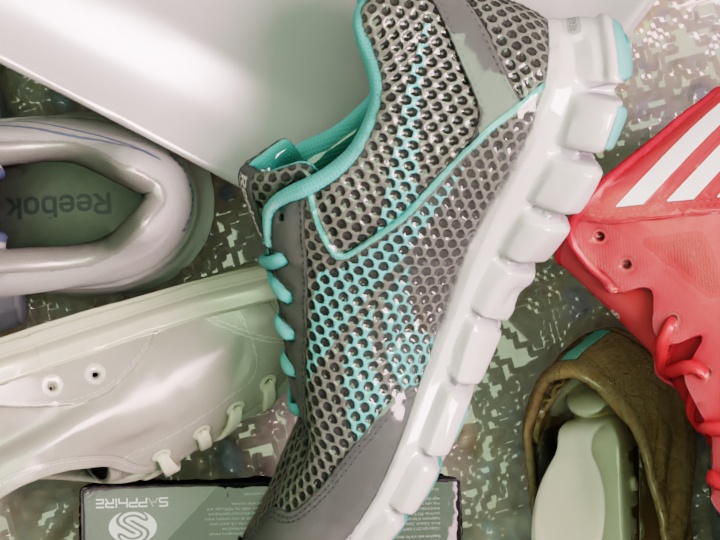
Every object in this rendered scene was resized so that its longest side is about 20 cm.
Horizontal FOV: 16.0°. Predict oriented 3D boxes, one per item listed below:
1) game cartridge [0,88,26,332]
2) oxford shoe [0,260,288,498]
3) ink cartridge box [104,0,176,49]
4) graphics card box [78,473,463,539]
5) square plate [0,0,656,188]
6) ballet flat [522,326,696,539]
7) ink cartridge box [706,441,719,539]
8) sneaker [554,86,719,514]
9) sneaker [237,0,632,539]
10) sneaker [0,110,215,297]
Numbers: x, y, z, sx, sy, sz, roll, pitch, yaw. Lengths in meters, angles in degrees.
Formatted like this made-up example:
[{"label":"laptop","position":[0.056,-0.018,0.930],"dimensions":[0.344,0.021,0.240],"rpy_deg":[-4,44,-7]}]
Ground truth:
[{"label":"game cartridge","position":[-0.188,-0.060,0.838],"dimensions":[0.133,0.041,0.201],"rpy_deg":[-21,88,-8]},{"label":"oxford shoe","position":[-0.058,0.033,0.806],"dimensions":[0.200,0.075,0.058],"rpy_deg":[-19,89,-25]},{"label":"ink cartridge box","position":[-0.064,-0.180,0.782],"dimensions":[0.145,0.088,0.200],"rpy_deg":[43,106,-7]},{"label":"graphics card box","position":[-0.028,0.166,0.825],"dimensions":[0.125,0.051,0.201],"rpy_deg":[-2,88,-3]},{"label":"square plate","position":[-0.004,-0.114,0.741],"dimensions":[0.200,0.028,0.198],"rpy_deg":[28,113,-23]},{"label":"ballet flat","position":[0.081,0.118,0.817],"dimensions":[0.068,0.072,0.201],"rpy_deg":[-5,87,30]},{"label":"ink cartridge box","position":[0.188,0.044,0.826],"dimensions":[0.144,0.085,0.201],"rpy_deg":[-3,88,-3]},{"label":"sneaker","position":[0.107,0.041,0.755],"dimensions":[0.115,0.078,0.201],"rpy_deg":[13,75,10]},{"label":"sneaker","position":[0.000,0.000,0.757],"dimensions":[0.091,0.078,0.200],"rpy_deg":[24,104,-8]},{"label":"sneaker","position":[-0.145,-0.018,0.778],"dimensions":[0.199,0.087,0.075],"rpy_deg":[-11,89,-3]}]
